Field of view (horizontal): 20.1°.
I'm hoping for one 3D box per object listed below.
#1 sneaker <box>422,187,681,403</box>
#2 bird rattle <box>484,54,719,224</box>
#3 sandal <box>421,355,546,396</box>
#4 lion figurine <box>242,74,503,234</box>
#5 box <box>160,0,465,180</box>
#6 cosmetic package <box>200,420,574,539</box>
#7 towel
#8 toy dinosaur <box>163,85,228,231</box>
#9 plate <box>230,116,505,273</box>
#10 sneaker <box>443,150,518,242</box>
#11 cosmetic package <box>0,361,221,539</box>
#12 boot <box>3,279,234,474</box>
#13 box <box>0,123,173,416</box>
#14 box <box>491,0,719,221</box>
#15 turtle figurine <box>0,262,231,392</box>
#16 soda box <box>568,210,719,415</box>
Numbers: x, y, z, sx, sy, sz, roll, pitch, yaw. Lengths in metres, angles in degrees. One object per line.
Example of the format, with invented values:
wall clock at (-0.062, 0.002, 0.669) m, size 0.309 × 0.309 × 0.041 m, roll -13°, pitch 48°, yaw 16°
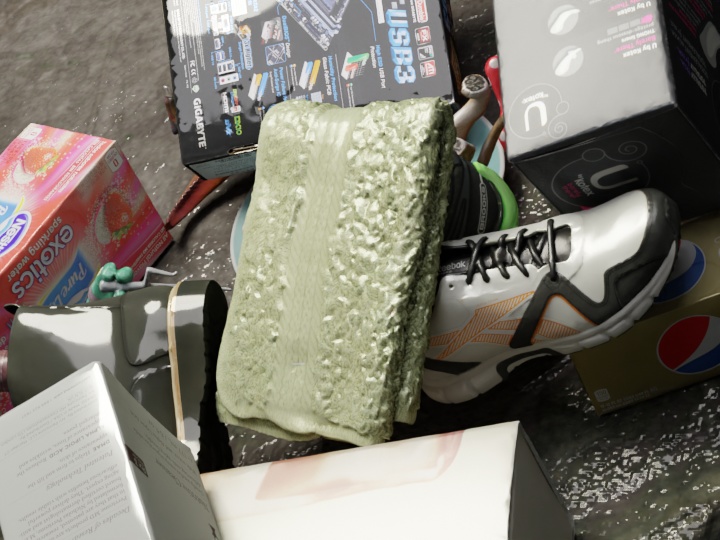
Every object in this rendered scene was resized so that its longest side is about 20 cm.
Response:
sneaker at (0.089, 0.008, 1.129) m, size 0.199 × 0.080 × 0.074 m, roll -32°, pitch 36°, yaw 31°
bird rattle at (0.181, -0.103, 1.265) m, size 0.199 × 0.113 × 0.164 m, roll -18°, pitch 57°, yaw 10°
sandal at (0.032, 0.040, 1.248) m, size 0.199 × 0.048 × 0.076 m, roll -11°, pitch 43°, yaw 21°
lion figurine at (0.018, -0.043, 1.283) m, size 0.198 × 0.123 × 0.073 m, roll -15°, pitch 54°, yaw -8°
box at (-0.037, -0.180, 1.401) m, size 0.197 × 0.050 × 0.202 m, roll -12°, pitch 76°, yaw 11°
cosmetic package at (0.007, 0.156, 1.097) m, size 0.198 × 0.104 × 0.088 m, roll -10°, pitch 44°, yaw 20°
towel at (-0.016, -0.002, 1.154) m, size 0.148 × 0.036 × 0.202 m, roll 3°, pitch 78°, yaw 42°
toy dinosaur at (-0.040, -0.120, 1.468) m, size 0.180 × 0.105 × 0.202 m, roll -3°, pitch 76°, yaw 17°
plate at (0.007, -0.040, 1.369) m, size 0.199 × 0.026 × 0.201 m, roll -16°, pitch 42°, yaw 15°
sneaker at (0.000, 0.000, 1.216) m, size 0.200 × 0.084 × 0.077 m, roll -41°, pitch 32°, yaw 2°
cosmetic package at (-0.114, 0.160, 1.014) m, size 0.081 × 0.113 × 0.201 m, roll -31°, pitch 51°, yaw 6°
boot at (-0.149, 0.110, 1.210) m, size 0.137 × 0.077 × 0.202 m, roll -4°, pitch 71°, yaw 14°
box at (-0.236, 0.006, 1.406) m, size 0.094 × 0.103 × 0.200 m, roll 13°, pitch 54°, yaw 39°
box at (0.146, -0.135, 1.174) m, size 0.105 × 0.122 × 0.201 m, roll -18°, pitch 57°, yaw 25°
turtle figurine at (-0.166, 0.079, 1.292) m, size 0.198 × 0.101 × 0.151 m, roll -12°, pitch 83°, yaw 3°
soda box at (0.214, 0.010, 1.159) m, size 0.199 × 0.064 × 0.068 m, roll -21°, pitch 40°, yaw 12°
